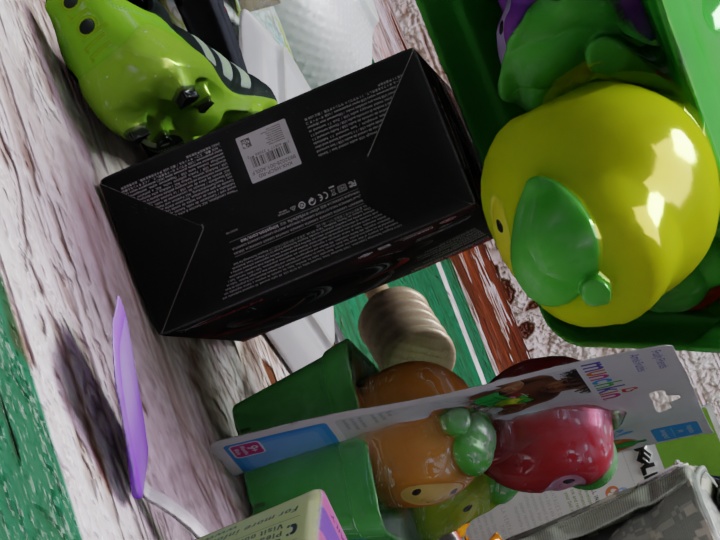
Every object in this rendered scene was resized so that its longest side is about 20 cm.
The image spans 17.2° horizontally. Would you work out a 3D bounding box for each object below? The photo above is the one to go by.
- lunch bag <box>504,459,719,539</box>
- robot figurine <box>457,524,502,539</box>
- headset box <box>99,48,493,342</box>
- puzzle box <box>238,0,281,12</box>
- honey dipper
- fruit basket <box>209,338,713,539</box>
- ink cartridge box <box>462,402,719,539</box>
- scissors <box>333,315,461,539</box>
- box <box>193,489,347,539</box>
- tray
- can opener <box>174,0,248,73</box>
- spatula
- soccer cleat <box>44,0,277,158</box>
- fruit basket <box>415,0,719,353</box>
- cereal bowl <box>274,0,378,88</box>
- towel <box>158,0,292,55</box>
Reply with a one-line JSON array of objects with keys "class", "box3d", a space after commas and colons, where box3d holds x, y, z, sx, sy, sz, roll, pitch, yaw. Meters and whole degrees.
[{"class": "lunch bag", "box3d": [0.098, 0.191, 1.045, 0.139, 0.199, 0.168, -86, 153, -77]}, {"class": "robot figurine", "box3d": [0.070, 0.223, 1.315, 0.145, 0.058, 0.200, 54, 15, -53]}, {"class": "headset box", "box3d": [-0.016, -0.028, 1.085, 0.200, 0.148, 0.075, 19, 49, -82]}, {"class": "puzzle box", "box3d": [-0.084, -0.263, 1.351, 0.133, 0.025, 0.201, 74, 3, -57]}, {"class": "honey dipper", "box3d": [0.000, 0.000, 1.211, 0.038, 0.038, 0.200, 63, -3, -31]}, {"class": "fruit basket", "box3d": [0.052, 0.082, 1.055, 0.185, 0.199, 0.094, 50, 33, -70]}, {"class": "ink cartridge box", "box3d": [0.151, 0.191, 1.448, 0.076, 0.199, 0.148, 59, 11, -51]}, {"class": "scissors", "box3d": [0.020, 0.106, 1.297, 0.073, 0.014, 0.200, 16, 46, -32]}, {"class": "box", "box3d": [-0.019, 0.179, 0.591, 0.200, 0.096, 0.176, -85, 152, -75]}, {"class": "tray", "box3d": [-0.038, -0.040, 1.318, 0.107, 0.022, 0.201, 57, 25, -53]}, {"class": "can opener", "box3d": [-0.092, -0.126, 1.182, 0.079, 0.063, 0.200, -104, 168, -56]}, {"class": "spatula", "box3d": [-0.056, 0.106, 0.868, 0.057, 0.020, 0.201, -96, 163, -73]}, {"class": "soccer cleat", "box3d": [-0.089, -0.089, 1.099, 0.081, 0.067, 0.200, 55, 5, 12]}, {"class": "fruit basket", "box3d": [0.098, -0.044, 0.998, 0.215, 0.155, 0.217, -1, 91, -44]}, {"class": "cereal bowl", "box3d": [-0.042, -0.215, 1.797, 0.200, 0.083, 0.201, -24, 90, -84]}, {"class": "towel", "box3d": [-0.093, -0.180, 1.428, 0.200, 0.048, 0.172, -1, 68, -83]}]
